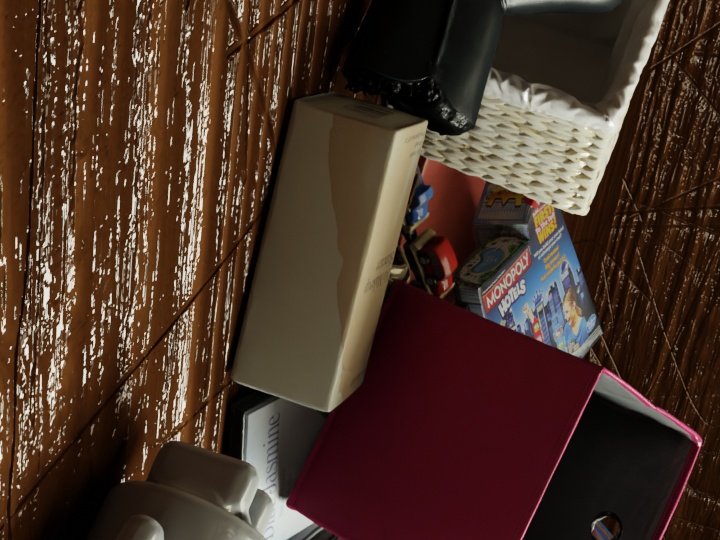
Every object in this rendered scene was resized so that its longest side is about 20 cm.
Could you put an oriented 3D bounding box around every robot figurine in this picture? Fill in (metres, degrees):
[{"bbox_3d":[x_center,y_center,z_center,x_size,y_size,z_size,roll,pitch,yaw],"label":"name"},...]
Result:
[{"bbox_3d":[-0.118,0.201,0.909,0.170,0.112,0.202,66,42,-56],"label":"robot figurine"}]

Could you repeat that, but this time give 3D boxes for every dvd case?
[{"bbox_3d":[-0.028,0.128,1.220,0.199,0.017,0.144,-25,131,-43],"label":"dvd case"}]

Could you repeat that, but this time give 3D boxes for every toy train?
[{"bbox_3d":[0.059,-0.007,1.347,0.034,0.045,0.202,-39,116,-42],"label":"toy train"}]

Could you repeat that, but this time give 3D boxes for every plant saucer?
[{"bbox_3d":[0.085,-0.029,1.460,0.200,0.036,0.202,46,55,-47],"label":"plant saucer"}]

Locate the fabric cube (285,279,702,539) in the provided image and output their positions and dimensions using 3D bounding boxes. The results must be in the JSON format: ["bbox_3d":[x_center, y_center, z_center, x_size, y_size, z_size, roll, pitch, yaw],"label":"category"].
[{"bbox_3d":[0.104,0.155,1.206,0.199,0.198,0.198,33,81,-50],"label":"fabric cube"}]

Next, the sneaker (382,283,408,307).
[{"bbox_3d":[0.026,0.070,1.356,0.075,0.084,0.201,-56,167,-21],"label":"sneaker"}]

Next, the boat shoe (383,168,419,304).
[{"bbox_3d":[0.000,0.000,1.225,0.076,0.071,0.202,-47,151,-60],"label":"boat shoe"}]

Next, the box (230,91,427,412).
[{"bbox_3d":[-0.022,-0.015,1.107,0.095,0.077,0.203,-34,140,-70],"label":"box"}]

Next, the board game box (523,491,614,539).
[{"bbox_3d":[0.111,0.258,1.326,0.196,0.200,0.056,-47,138,6],"label":"board game box"}]

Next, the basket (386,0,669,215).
[{"bbox_3d":[0.133,-0.183,1.290,0.161,0.198,0.200,95,18,-61],"label":"basket"}]

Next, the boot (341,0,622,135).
[{"bbox_3d":[0.093,-0.175,1.155,0.076,0.198,0.170,-10,-118,69],"label":"boot"}]

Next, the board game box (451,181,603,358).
[{"bbox_3d":[0.140,0.015,1.459,0.200,0.061,0.202,-39,122,-47],"label":"board game box"}]

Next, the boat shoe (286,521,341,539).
[{"bbox_3d":[-0.058,0.259,1.229,0.200,0.056,0.069,-40,143,-35],"label":"boat shoe"}]
